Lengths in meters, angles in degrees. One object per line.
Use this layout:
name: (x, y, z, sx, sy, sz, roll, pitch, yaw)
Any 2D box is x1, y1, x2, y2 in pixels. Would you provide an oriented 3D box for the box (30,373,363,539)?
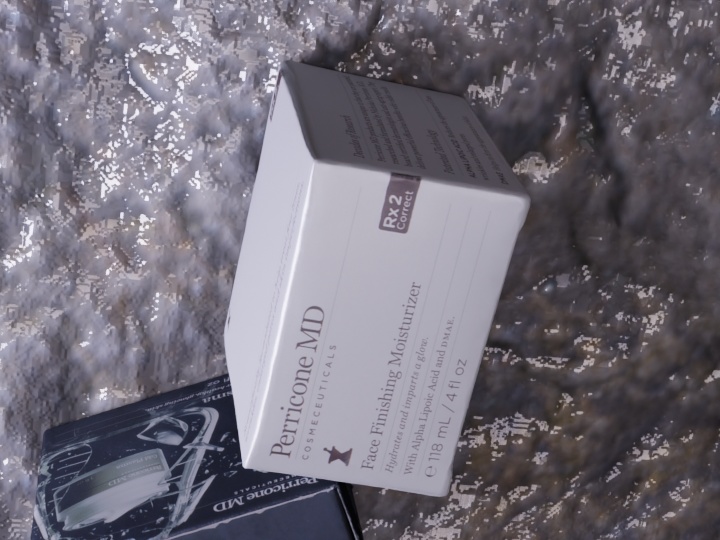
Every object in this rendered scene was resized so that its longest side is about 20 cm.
box: (-0.102, 0.169, 1.052, 0.199, 0.197, 0.125, -17, 114, -1)

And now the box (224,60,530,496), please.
box: (0.000, 0.000, 0.992, 0.130, 0.200, 0.200, 9, 112, -12)
